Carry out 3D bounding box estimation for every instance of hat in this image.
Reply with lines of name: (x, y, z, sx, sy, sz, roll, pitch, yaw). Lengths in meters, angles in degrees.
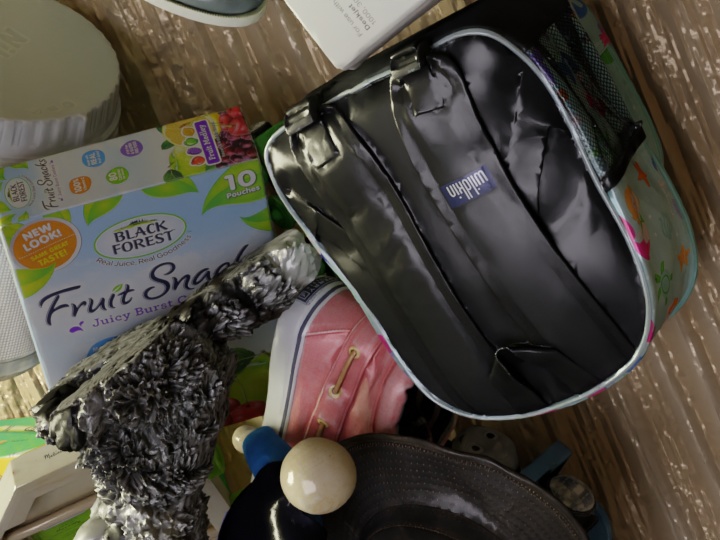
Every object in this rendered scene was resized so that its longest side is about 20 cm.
hat: (0.033, 0.185, 1.248, 0.201, 0.081, 0.201, 18, 132, 21)

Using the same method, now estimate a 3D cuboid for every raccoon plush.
raccoon plush: (-0.077, 0.089, 1.239, 0.200, 0.097, 0.134, -32, 103, 13)

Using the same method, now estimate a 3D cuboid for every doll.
doll: (-0.053, 0.146, 1.269, 0.048, 0.137, 0.200, 5, 147, -20)

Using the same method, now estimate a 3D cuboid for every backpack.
backpack: (0.073, -0.031, 1.190, 0.178, 0.151, 0.200, -26, 97, 35)

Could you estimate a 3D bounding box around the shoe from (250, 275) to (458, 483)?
shoe: (-0.003, 0.102, 1.308, 0.091, 0.071, 0.200, 31, 134, 28)

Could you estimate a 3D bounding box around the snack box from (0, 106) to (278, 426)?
snack box: (-0.115, 0.013, 1.299, 0.142, 0.053, 0.200, -16, 136, -7)

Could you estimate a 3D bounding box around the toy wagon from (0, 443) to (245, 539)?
toy wagon: (-0.134, 0.164, 1.373, 0.155, 0.040, 0.200, -24, 136, 4)

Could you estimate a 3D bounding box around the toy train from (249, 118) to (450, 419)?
toy train: (0.000, 0.000, 1.309, 0.200, 0.042, 0.056, 58, 151, -9)

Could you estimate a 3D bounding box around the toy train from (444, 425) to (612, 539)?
toy train: (0.060, 0.173, 1.351, 0.114, 0.087, 0.200, 38, 128, 12)

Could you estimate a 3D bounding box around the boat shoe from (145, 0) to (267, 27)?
boat shoe: (-0.124, -0.209, 1.256, 0.200, 0.073, 0.062, 42, 132, 10)

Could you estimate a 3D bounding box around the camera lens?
camera lens: (-0.229, -0.046, 1.346, 0.160, 0.160, 0.200, 28, 126, 14)

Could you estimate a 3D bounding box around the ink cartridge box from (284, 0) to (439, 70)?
ink cartridge box: (0.060, -0.198, 1.111, 0.085, 0.145, 0.200, 51, 128, -2)

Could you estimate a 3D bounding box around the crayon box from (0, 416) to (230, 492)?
crayon box: (-0.177, 0.154, 1.489, 0.200, 0.058, 0.119, -8, 111, 32)
